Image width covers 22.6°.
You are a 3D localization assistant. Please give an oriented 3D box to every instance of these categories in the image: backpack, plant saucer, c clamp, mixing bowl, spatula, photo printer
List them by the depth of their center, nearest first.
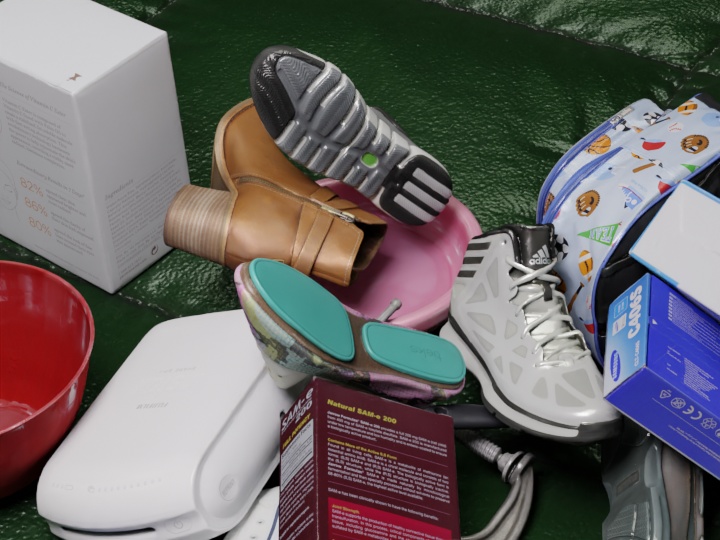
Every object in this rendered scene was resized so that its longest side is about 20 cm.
[{"bbox_3d":[-0.124,0.113,1.257,0.166,0.070,0.200,-7,35,38],"label":"photo printer"},{"bbox_3d":[0.044,0.120,1.271,0.200,0.027,0.171,37,58,21],"label":"c clamp"},{"bbox_3d":[0.131,0.099,1.281,0.199,0.021,0.057,-4,40,-26],"label":"spatula"},{"bbox_3d":[-0.284,0.096,1.301,0.199,0.109,0.201,-3,38,2],"label":"mixing bowl"},{"bbox_3d":[0.214,-0.024,1.344,0.190,0.201,0.154,-36,42,-27],"label":"backpack"},{"bbox_3d":[0.000,0.000,1.437,0.199,0.051,0.201,-3,40,2],"label":"plant saucer"}]

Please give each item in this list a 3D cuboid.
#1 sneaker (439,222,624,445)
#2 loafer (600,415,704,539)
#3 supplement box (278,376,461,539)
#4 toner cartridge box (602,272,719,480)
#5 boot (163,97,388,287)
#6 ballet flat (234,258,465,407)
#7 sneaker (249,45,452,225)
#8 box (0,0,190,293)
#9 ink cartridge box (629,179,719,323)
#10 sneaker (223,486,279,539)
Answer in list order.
[{"bbox_3d":[0.118,0.034,1.246,0.075,0.116,0.200,-6,26,-27],"label":"sneaker"},{"bbox_3d":[0.205,0.141,1.228,0.063,0.072,0.201,30,47,-21],"label":"loafer"},{"bbox_3d":[0.006,0.176,1.152,0.108,0.061,0.201,18,47,-21],"label":"supplement box"},{"bbox_3d":[0.251,0.095,1.209,0.200,0.043,0.095,35,36,-17],"label":"toner cartridge box"},{"bbox_3d":[-0.050,-0.062,1.423,0.154,0.077,0.200,14,32,11],"label":"boot"},{"bbox_3d":[-0.018,0.055,1.213,0.199,0.071,0.069,23,41,-36],"label":"ballet flat"},{"bbox_3d":[-0.021,-0.116,1.425,0.075,0.200,0.116,-47,28,7],"label":"sneaker"},{"bbox_3d":[-0.232,-0.110,1.475,0.152,0.201,0.106,26,48,31],"label":"box"},{"bbox_3d":[0.294,0.028,1.249,0.068,0.200,0.116,-54,34,4],"label":"ink cartridge box"},{"bbox_3d":[-0.071,0.220,1.174,0.070,0.073,0.200,-11,32,31],"label":"sneaker"}]
